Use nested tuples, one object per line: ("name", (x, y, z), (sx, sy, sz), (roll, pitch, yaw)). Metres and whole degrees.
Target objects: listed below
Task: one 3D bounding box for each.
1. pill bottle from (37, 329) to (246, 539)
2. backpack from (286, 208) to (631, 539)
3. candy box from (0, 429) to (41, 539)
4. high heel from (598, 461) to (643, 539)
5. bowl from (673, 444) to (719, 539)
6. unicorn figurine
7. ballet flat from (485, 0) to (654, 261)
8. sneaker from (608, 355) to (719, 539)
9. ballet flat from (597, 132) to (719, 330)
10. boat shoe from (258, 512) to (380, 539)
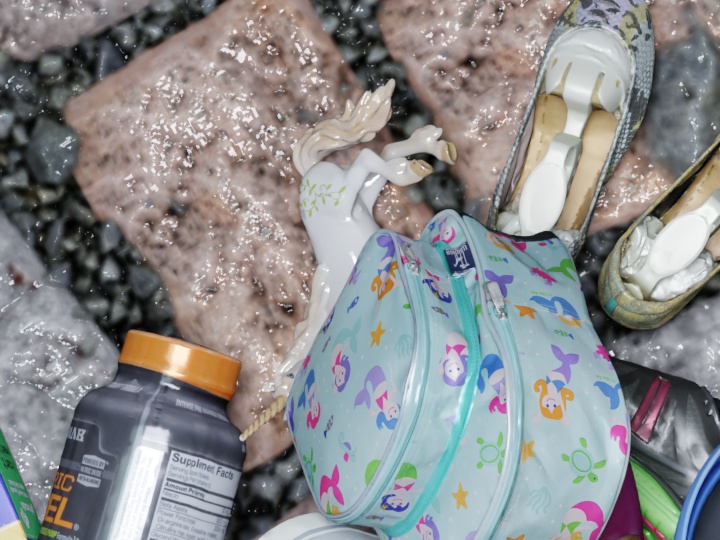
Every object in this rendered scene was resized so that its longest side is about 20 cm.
("pill bottle", (-0.128, 0.138, 1.493), (0.106, 0.106, 0.201), (15, 83, 9))
("backpack", (0.056, 0.082, 1.386), (0.178, 0.150, 0.200), (-62, 35, 31))
("candy box", (-0.302, 0.109, 1.534), (0.168, 0.077, 0.201), (-26, 81, 3))
("high heel", (0.151, 0.197, 1.425), (0.067, 0.096, 0.201), (-16, 117, -32))
("bowl", (0.265, 0.171, 1.426), (0.199, 0.039, 0.202), (3, 77, -12))
("unicorn figurine", (0.000, 0.000, 1.515), (0.137, 0.074, 0.201), (-18, 62, 27))
("ballet flat", (0.125, -0.081, 1.510), (0.072, 0.072, 0.201), (18, 85, 9))
("sneaker", (0.164, 0.090, 1.488), (0.084, 0.077, 0.200), (-36, 82, -16))
("ballet flat", (0.216, -0.045, 1.495), (0.200, 0.071, 0.071), (-45, 79, -1))
("boat shoe", (0.009, 0.181, 1.420), (0.071, 0.200, 0.070), (26, 98, 36))
